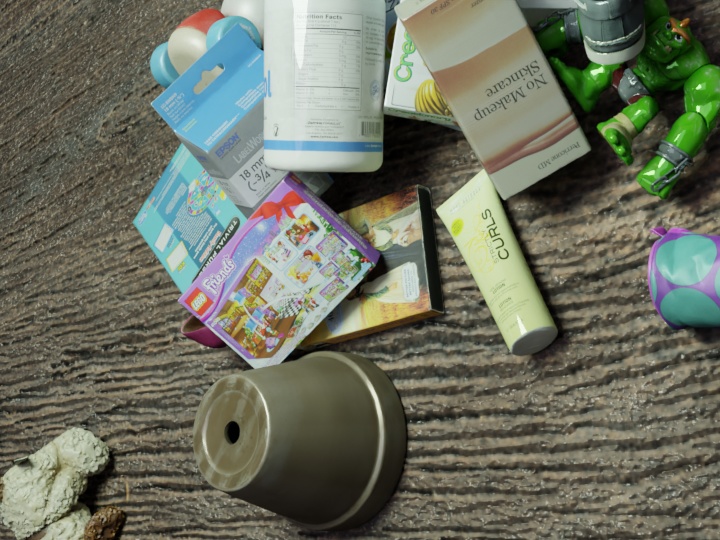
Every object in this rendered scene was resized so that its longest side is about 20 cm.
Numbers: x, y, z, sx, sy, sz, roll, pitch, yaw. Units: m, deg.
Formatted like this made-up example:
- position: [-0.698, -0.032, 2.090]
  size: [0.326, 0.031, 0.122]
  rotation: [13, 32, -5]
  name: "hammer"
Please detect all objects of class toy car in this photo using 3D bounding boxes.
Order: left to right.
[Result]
- position: [-0.131, -0.291, 1.228]
  size: [0.184, 0.177, 0.201]
  rotation: [0, 51, 53]
  name: "toy car"

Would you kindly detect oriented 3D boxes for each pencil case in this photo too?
- position: [0.338, -0.001, 0.785]
  size: [0.199, 0.085, 0.093]
  rotation: [-7, 91, 38]
  name: "pencil case"

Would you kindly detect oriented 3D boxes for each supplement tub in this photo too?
- position: [-0.038, -0.206, 1.019]
  size: [0.131, 0.131, 0.202]
  rotation: [6, 99, 40]
  name: "supplement tub"

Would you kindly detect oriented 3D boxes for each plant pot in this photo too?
- position: [-0.080, 0.179, 1.036]
  size: [0.199, 0.173, 0.202]
  rotation: [-11, 73, 39]
  name: "plant pot"

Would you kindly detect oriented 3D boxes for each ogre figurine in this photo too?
- position: [0.256, -0.178, 0.881]
  size: [0.120, 0.098, 0.201]
  rotation: [-38, 51, 14]
  name: "ogre figurine"

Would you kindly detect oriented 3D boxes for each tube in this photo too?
- position: [0.137, -0.009, 0.982]
  size: [0.057, 0.052, 0.201]
  rotation: [-15, 57, -7]
  name: "tube"

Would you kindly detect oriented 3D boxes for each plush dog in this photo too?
- position: [-0.421, 0.341, 1.319]
  size: [0.200, 0.160, 0.172]
  rotation: [-39, 84, 28]
  name: "plush dog"

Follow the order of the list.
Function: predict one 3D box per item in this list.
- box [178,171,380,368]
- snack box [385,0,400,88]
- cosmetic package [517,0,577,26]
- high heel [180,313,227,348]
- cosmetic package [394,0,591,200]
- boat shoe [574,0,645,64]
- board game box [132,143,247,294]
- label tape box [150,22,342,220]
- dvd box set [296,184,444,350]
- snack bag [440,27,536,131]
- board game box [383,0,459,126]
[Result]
- position: [-0.092, 0.008, 1.080]
  size: [0.137, 0.039, 0.200]
  rotation: [42, 113, -7]
  name: "box"
- position: [0.019, -0.315, 1.114]
  size: [0.168, 0.067, 0.202]
  rotation: [-12, 74, 42]
  name: "snack box"
- position: [0.147, -0.324, 0.964]
  size: [0.198, 0.052, 0.152]
  rotation: [0, 79, -1]
  name: "cosmetic package"
- position: [-0.134, 0.022, 1.131]
  size: [0.201, 0.095, 0.068]
  rotation: [-59, 39, 32]
  name: "high heel"
- position: [0.125, -0.183, 0.914]
  size: [0.103, 0.201, 0.087]
  rotation: [-31, 22, 10]
  name: "cosmetic package"
- position: [0.217, -0.269, 0.859]
  size: [0.072, 0.062, 0.201]
  rotation: [-10, 47, 18]
  name: "boat shoe"
- position: [-0.210, -0.062, 1.283]
  size: [0.151, 0.047, 0.200]
  rotation: [-54, 52, 16]
  name: "board game box"
- position: [-0.115, -0.158, 1.095]
  size: [0.144, 0.200, 0.063]
  rotation: [-47, 27, -14]
  name: "label tape box"
- position: [0.000, 0.000, 1.103]
  size: [0.199, 0.029, 0.148]
  rotation: [-17, 69, 36]
  name: "dvd box set"
- position: [0.129, -0.245, 1.059]
  size: [0.199, 0.021, 0.190]
  rotation: [26, 97, 41]
  name: "snack bag"
- position: [0.100, -0.254, 1.002]
  size: [0.125, 0.035, 0.202]
  rotation: [9, 85, 0]
  name: "board game box"
